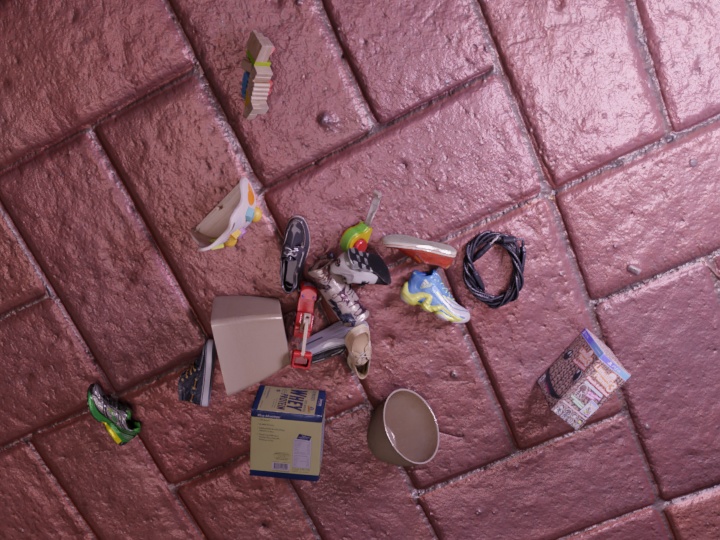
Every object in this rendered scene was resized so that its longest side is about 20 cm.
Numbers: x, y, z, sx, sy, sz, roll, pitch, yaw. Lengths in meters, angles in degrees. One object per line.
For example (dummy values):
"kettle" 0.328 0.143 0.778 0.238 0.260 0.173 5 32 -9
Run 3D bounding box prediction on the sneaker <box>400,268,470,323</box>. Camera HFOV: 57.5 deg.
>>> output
"sneaker" 0.205 0.062 1.706 0.195 0.076 0.107 19 107 -3

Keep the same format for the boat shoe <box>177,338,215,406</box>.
"boat shoe" -0.450 0.278 1.794 0.088 0.071 0.205 9 110 -6

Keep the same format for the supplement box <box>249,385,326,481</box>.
"supplement box" -0.198 0.446 1.806 0.194 0.135 0.205 5 108 0

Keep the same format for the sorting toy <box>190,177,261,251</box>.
"sorting toy" -0.333 -0.110 1.613 0.199 0.181 0.107 -42 102 14

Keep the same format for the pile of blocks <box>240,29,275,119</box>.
"pile of blocks" -0.242 -0.466 1.572 0.061 0.082 0.204 -10 125 -40

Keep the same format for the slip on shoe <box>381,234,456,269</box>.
"slip on shoe" 0.147 -0.047 1.678 0.195 0.074 0.063 13 111 -7

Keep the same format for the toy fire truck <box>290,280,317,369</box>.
"toy fire truck" -0.144 0.137 1.690 0.047 0.141 0.206 8 98 -10

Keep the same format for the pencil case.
"pencil case" -0.054 0.056 1.706 0.077 0.090 0.202 -20 112 36

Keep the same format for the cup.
"cup" 0.096 0.445 1.784 0.200 0.202 0.143 43 131 -11

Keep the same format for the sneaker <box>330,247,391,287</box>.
"sneaker" 0.000 0.000 1.667 0.087 0.076 0.198 -29 147 29

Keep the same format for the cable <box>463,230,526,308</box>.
"cable" 0.343 0.003 1.696 0.158 0.051 0.205 5 108 0

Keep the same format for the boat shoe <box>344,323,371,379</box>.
"boat shoe" 0.001 0.213 1.713 0.071 0.066 0.202 -20 145 -17

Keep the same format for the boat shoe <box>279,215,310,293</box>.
"boat shoe" -0.172 -0.037 1.692 0.071 0.063 0.205 9 107 -1

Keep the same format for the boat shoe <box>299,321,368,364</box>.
"boat shoe" -0.067 0.191 1.765 0.195 0.073 0.072 -19 131 3

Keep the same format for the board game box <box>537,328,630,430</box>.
"board game box" 0.579 0.283 1.719 0.096 0.160 0.201 36 104 -9

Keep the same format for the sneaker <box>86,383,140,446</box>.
"sneaker" -0.693 0.392 1.845 0.084 0.078 0.202 -30 113 3

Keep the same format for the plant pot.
"plant pot" -0.279 0.174 1.705 0.172 0.200 0.205 -11 107 -8

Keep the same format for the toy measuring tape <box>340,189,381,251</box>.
"toy measuring tape" -0.005 -0.107 1.657 0.072 0.074 0.204 19 112 -4
